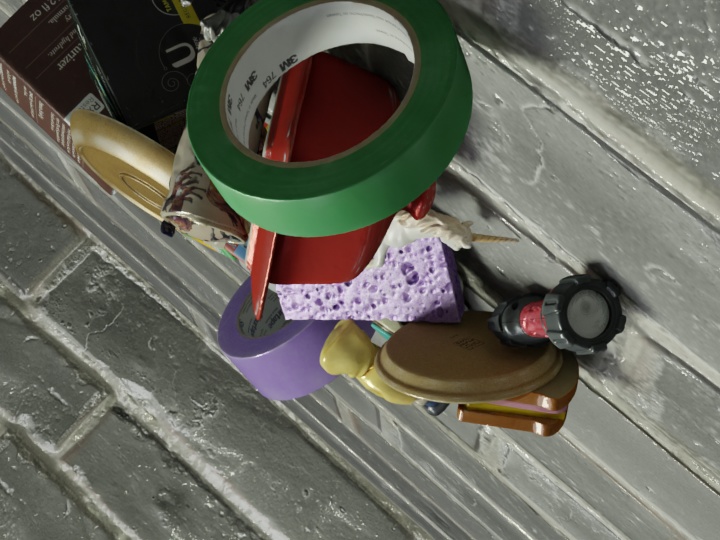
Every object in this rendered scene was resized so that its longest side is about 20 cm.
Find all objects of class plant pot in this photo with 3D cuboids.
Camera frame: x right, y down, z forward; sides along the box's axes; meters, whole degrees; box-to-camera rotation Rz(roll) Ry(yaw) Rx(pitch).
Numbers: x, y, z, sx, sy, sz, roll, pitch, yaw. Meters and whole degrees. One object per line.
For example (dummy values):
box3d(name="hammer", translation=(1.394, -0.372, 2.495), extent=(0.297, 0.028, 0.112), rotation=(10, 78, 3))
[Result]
box3d(name="plant pot", translation=(-0.193, -0.081, 1.266), extent=(0.199, 0.028, 0.200), rotation=(30, 166, 8))

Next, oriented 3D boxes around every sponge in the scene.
box3d(name="sponge", translation=(0.000, 0.000, 1.363), extent=(0.199, 0.030, 0.112), rotation=(-1, 125, 23))

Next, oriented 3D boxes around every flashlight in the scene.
box3d(name="flashlight", translation=(0.166, 0.043, 1.198), extent=(0.068, 0.068, 0.200), rotation=(44, 167, -8))

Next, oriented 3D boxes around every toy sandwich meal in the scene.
box3d(name="toy sandwich meal", translation=(0.113, 0.103, 1.324), extent=(0.205, 0.204, 0.071), rotation=(26, 127, 52))

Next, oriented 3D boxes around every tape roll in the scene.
box3d(name="tape roll", translation=(-0.022, -0.120, 0.946), extent=(0.200, 0.201, 0.048), rotation=(34, 164, 34))
box3d(name="tape roll", translation=(-0.077, 0.060, 1.697), extent=(0.085, 0.200, 0.200), rotation=(49, 166, -30))

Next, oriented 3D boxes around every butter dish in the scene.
box3d(name="butter dish", translation=(-0.009, -0.077, 1.131), extent=(0.147, 0.201, 0.200), rotation=(11, 132, -2))

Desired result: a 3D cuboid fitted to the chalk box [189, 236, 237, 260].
box3d(name="chalk box", translation=(-0.167, -0.105, 1.612), extent=(0.124, 0.125, 0.200), rotation=(51, 166, -33))

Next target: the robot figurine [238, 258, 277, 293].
box3d(name="robot figurine", translation=(-0.051, -0.016, 1.508), extent=(0.200, 0.169, 0.114), rotation=(23, 122, 61))

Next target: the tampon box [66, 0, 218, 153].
box3d(name="tampon box", translation=(-0.188, -0.191, 1.308), extent=(0.151, 0.126, 0.200), rotation=(62, 170, 10))

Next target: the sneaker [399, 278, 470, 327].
box3d(name="sneaker", translation=(0.073, 0.053, 1.478), extent=(0.075, 0.082, 0.200), rotation=(36, 167, 29))

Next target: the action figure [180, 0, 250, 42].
box3d(name="action figure", translation=(-0.128, -0.251, 1.081), extent=(0.118, 0.102, 0.200), rotation=(33, 167, -8))

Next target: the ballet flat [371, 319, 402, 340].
box3d(name="ballet flat", translation=(0.071, 0.082, 1.629), extent=(0.069, 0.070, 0.200), rotation=(36, 171, 28))

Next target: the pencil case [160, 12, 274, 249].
box3d(name="pencil case", translation=(-0.116, -0.121, 1.155), extent=(0.077, 0.202, 0.089), rotation=(12, 167, -8))

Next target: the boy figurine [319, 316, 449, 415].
box3d(name="boy figurine", translation=(0.022, 0.099, 1.470), extent=(0.200, 0.065, 0.124), rotation=(29, -168, -47))

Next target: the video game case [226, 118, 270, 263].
box3d(name="video game case", translation=(-0.122, -0.094, 1.471), extent=(0.200, 0.143, 0.017), rotation=(35, 180, 32))

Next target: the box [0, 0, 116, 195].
box3d(name="box", translation=(-0.292, -0.221, 1.524), extent=(0.200, 0.166, 0.164), rotation=(44, 167, -4))

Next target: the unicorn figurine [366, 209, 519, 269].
box3d(name="unicorn figurine", translation=(0.029, -0.061, 1.242), extent=(0.200, 0.074, 0.137), rotation=(51, 150, 1))

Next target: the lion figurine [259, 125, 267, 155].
box3d(name="lion figurine", translation=(-0.071, -0.107, 1.320), extent=(0.072, 0.200, 0.123), rotation=(-7, 100, 30))
